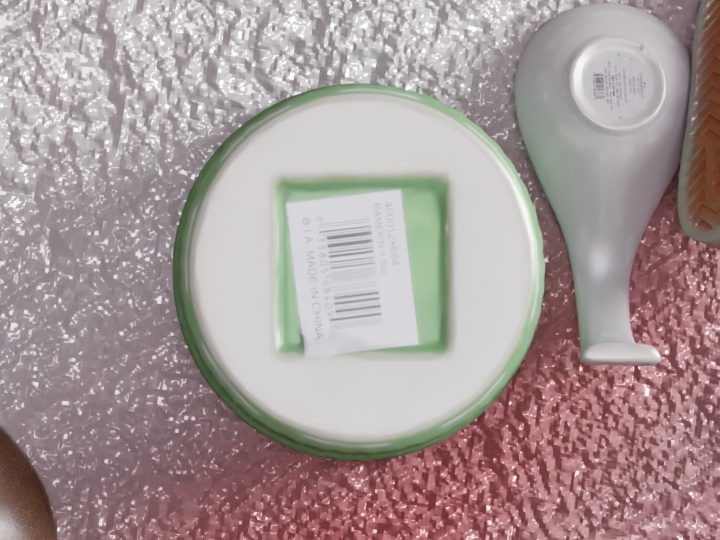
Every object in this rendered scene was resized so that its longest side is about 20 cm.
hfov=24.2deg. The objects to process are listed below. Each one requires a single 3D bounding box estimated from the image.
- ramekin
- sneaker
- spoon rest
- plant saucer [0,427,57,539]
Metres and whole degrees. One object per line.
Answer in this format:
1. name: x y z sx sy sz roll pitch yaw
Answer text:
1. ramekin: 0.000 0.000 0.850 0.199 0.098 0.201 0 89 -1
2. sneaker: 0.221 -0.096 0.878 0.080 0.071 0.201 23 75 -34
3. spoon rest: 0.129 -0.045 0.882 0.099 0.061 0.201 3 76 -2
4. plant saucer: -0.259 0.156 0.876 0.199 0.037 0.202 0 88 -2
